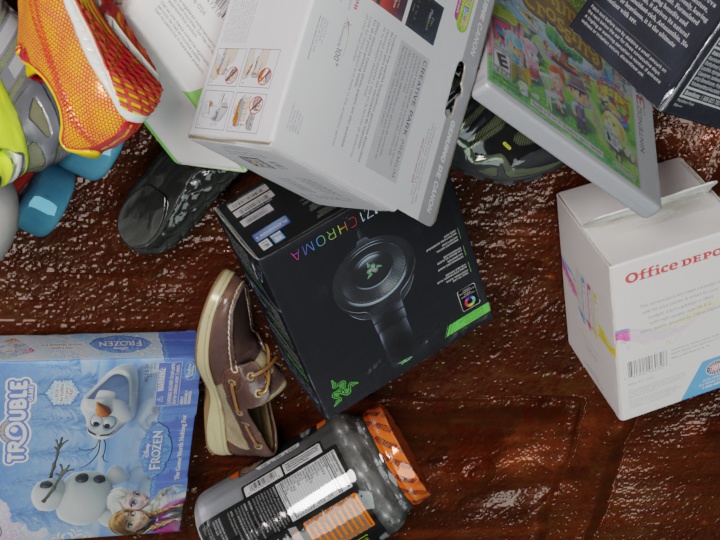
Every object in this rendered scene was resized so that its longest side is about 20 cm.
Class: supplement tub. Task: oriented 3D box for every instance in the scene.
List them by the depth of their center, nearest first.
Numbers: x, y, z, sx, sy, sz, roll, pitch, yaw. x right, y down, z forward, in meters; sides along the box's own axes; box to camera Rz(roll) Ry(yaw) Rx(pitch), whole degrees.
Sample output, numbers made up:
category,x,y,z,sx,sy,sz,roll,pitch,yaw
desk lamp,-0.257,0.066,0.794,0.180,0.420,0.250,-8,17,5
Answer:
category,x,y,z,sx,sy,sz,roll,pitch,yaw
supplement tub,-0.043,0.213,1.294,0.199,0.123,0.123,-30,127,2

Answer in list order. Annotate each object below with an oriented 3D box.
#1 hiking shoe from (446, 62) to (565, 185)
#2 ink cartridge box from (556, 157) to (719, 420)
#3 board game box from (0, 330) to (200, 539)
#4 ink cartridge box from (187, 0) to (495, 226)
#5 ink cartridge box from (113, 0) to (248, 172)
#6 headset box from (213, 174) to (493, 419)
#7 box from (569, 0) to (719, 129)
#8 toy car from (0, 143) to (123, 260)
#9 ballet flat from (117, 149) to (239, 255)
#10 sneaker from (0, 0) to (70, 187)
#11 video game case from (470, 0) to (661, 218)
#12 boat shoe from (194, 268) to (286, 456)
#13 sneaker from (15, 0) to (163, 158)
category,x,y,z,sx,sy,sz,roll,pitch,yaw
hiking shoe,0.079,-0.132,1.056,0.198,0.076,0.101,11,124,-13
ink cartridge box,0.259,0.005,1.257,0.127,0.126,0.202,-16,126,-8
board game box,-0.246,0.147,1.230,0.197,0.044,0.202,-1,122,-17
ink cartridge box,-0.004,-0.149,0.950,0.175,0.083,0.202,25,78,-47
ink cartridge box,-0.087,-0.192,0.977,0.201,0.083,0.146,-56,131,-24
headset box,0.000,0.000,1.165,0.173,0.093,0.201,-30,131,-11
box,0.304,-0.221,1.091,0.199,0.123,0.199,7,125,-47
toy car,-0.284,-0.051,0.964,0.183,0.202,0.177,27,140,-25
ballet flat,-0.120,-0.093,1.120,0.200,0.057,0.067,-44,83,11
sneaker,-0.241,-0.147,0.902,0.080,0.202,0.074,-15,171,-42
video game case,0.159,-0.159,1.088,0.199,0.184,0.022,29,137,-32
boat shoe,-0.096,0.086,1.209,0.071,0.072,0.202,12,128,12
sneaker,-0.187,-0.161,0.856,0.077,0.202,0.073,-32,155,26
